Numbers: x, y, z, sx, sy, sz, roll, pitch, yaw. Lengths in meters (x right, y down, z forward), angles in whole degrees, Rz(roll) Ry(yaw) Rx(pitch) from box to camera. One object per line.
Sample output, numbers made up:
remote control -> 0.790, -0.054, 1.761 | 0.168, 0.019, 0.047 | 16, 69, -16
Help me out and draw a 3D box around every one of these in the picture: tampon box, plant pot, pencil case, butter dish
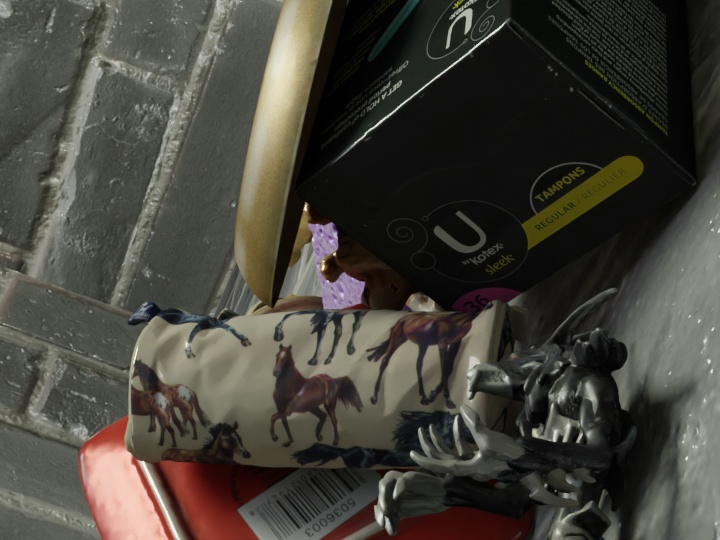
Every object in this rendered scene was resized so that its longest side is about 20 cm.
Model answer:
tampon box -> 0.074, -0.105, 0.691 | 0.150, 0.126, 0.201 | -35, 29, 37
plant pot -> -0.036, -0.081, 0.717 | 0.200, 0.027, 0.202 | -168, 90, -90
pencil case -> -0.017, 0.053, 0.670 | 0.078, 0.198, 0.090 | 71, -157, -49
butter dish -> -0.026, 0.150, 0.740 | 0.200, 0.199, 0.148 | 53, 165, 45

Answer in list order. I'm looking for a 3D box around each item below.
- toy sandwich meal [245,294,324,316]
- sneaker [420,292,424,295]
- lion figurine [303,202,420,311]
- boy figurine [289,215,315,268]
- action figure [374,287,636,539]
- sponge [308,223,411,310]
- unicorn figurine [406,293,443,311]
toy sandwich meal -> -0.061, 0.112, 1.026 | 0.070, 0.204, 0.207 | 17, 86, 48
sneaker -> 0.025, -0.023, 1.075 | 0.200, 0.081, 0.075 | -87, 19, -67
lion figurine -> 0.049, -0.025, 0.808 | 0.122, 0.199, 0.073 | -5, 100, 45
boy figurine -> -0.035, -0.056, 1.063 | 0.125, 0.064, 0.200 | -59, -9, 9
action figure -> 0.060, 0.094, 0.550 | 0.119, 0.101, 0.201 | 102, 180, -58
sponge -> 0.000, 0.000, 0.932 | 0.111, 0.030, 0.201 | 25, 129, 63
unicorn figurine -> 0.016, 0.103, 0.841 | 0.200, 0.073, 0.138 | -48, 40, 49
